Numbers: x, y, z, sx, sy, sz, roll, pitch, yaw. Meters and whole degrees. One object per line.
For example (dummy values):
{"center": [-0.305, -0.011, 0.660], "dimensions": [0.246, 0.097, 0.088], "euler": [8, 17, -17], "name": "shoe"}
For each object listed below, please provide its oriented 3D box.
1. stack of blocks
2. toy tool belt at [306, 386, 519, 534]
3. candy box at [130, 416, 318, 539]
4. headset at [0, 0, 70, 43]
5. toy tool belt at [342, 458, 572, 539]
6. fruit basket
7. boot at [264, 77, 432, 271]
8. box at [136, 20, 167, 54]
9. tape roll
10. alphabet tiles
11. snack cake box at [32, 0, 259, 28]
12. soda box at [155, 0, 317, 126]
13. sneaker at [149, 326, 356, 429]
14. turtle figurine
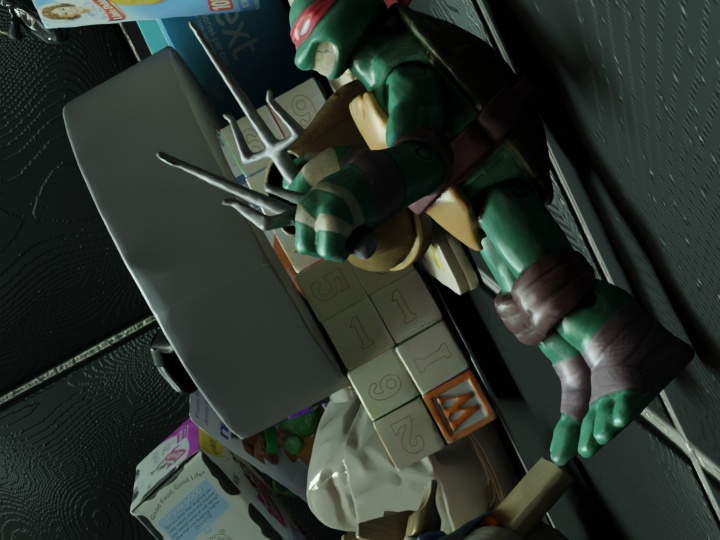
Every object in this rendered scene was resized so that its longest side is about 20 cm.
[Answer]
{"center": [0.000, 0.000, 1.322], "dimensions": [0.201, 0.058, 0.115], "euler": [62, -177, 0], "name": "stack of blocks"}
{"center": [0.035, 0.115, 1.496], "dimensions": [0.200, 0.124, 0.124], "euler": [67, -161, -50], "name": "toy tool belt"}
{"center": [-0.055, 0.188, 1.554], "dimensions": [0.200, 0.061, 0.136], "euler": [48, -178, -8], "name": "candy box"}
{"center": [-0.160, -0.196, 1.419], "dimensions": [0.094, 0.124, 0.200], "euler": [40, -143, 0], "name": "headset"}
{"center": [0.045, 0.168, 1.247], "dimensions": [0.124, 0.124, 0.200], "euler": [22, 156, -18], "name": "toy tool belt"}
{"center": [-0.039, 0.057, 1.582], "dimensions": [0.200, 0.093, 0.186], "euler": [45, -146, -44], "name": "fruit basket"}
{"center": [-0.010, -0.035, 1.132], "dimensions": [0.074, 0.075, 0.200], "euler": [54, 170, 12], "name": "boot"}
{"center": [-0.111, -0.166, 1.595], "dimensions": [0.200, 0.049, 0.083], "euler": [68, -169, -49], "name": "box"}
{"center": [-0.079, -0.014, 1.302], "dimensions": [0.201, 0.066, 0.200], "euler": [62, -177, -6], "name": "tape roll"}
{"center": [0.001, -0.082, 1.212], "dimensions": [0.201, 0.015, 0.196], "euler": [63, 176, -13], "name": "alphabet tiles"}
{"center": [-0.116, -0.185, 1.193], "dimensions": [0.200, 0.114, 0.068], "euler": [77, -173, -74], "name": "snack cake box"}
{"center": [-0.084, -0.157, 1.372], "dimensions": [0.201, 0.068, 0.064], "euler": [66, 176, -37], "name": "soda box"}
{"center": [-0.081, 0.020, 1.449], "dimensions": [0.200, 0.099, 0.070], "euler": [59, 173, 49], "name": "sneaker"}
{"center": [0.020, -0.028, 0.815], "dimensions": [0.200, 0.101, 0.150], "euler": [47, -171, 3], "name": "turtle figurine"}
